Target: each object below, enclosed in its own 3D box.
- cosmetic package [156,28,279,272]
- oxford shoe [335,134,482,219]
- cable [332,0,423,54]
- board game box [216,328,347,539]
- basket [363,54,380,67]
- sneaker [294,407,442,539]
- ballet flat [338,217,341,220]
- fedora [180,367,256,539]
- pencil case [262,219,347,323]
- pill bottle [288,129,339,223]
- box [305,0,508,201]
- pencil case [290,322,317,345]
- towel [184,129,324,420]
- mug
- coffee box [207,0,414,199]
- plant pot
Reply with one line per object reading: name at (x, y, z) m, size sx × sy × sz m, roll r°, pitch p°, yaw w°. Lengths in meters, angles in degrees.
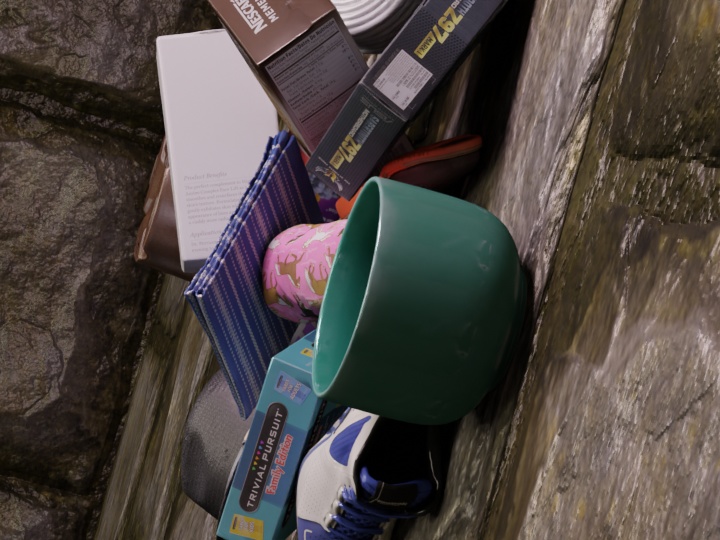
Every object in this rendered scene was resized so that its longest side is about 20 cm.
cosmetic package at (-0.119, -0.105, 1.770) m, size 0.074 × 0.101 × 0.202 m, roll 126°, pitch 138°, yaw -80°
oxford shoe at (0.049, -0.054, 1.608) m, size 0.200 × 0.071 × 0.073 m, roll -34°, pitch 76°, yaw 63°
cable at (0.014, -0.286, 1.736) m, size 0.200 × 0.069 × 0.201 m, roll 50°, pitch 117°, yaw 37°
board game box at (-0.039, 0.122, 1.605) m, size 0.200 × 0.047 × 0.152 m, roll -30°, pitch -40°, yaw -70°
basket at (0.001, -0.254, 1.914) m, size 0.136 × 0.122 × 0.201 m, roll -105°, pitch 33°, yaw -70°
sneaker at (0.006, 0.151, 1.451) m, size 0.115 × 0.080 × 0.200 m, roll -91°, pitch 20°, yaw -61°
ballet flat at (0.000, 0.000, 1.728) m, size 0.069 × 0.069 × 0.202 m, roll 157°, pitch 127°, yaw -76°
fedora at (-0.094, 0.145, 1.735) m, size 0.201 × 0.091 × 0.201 m, roll -48°, pitch -28°, yaw -36°
pencil case at (-0.001, -0.008, 1.568) m, size 0.200 × 0.086 × 0.084 m, roll -14°, pitch 71°, yaw 56°
pill bottle at (-0.036, -0.048, 1.853) m, size 0.112 × 0.111 × 0.201 m, roll -90°, pitch 18°, yaw -54°
box at (0.048, -0.162, 1.550) m, size 0.200 × 0.051 × 0.158 m, roll -52°, pitch 1°, yaw -27°
pencil case at (-0.070, 0.132, 1.881) m, size 0.086 × 0.083 × 0.201 m, roll 64°, pitch 145°, yaw 38°
towel at (-0.080, 0.000, 1.652) m, size 0.145 × 0.024 × 0.201 m, roll 70°, pitch -146°, yaw -40°
mug at (0.044, 0.015, 1.358) m, size 0.186 × 0.114 × 0.153 m, roll -86°, pitch 15°, yaw -48°
coffee box at (-0.039, -0.161, 1.662) m, size 0.115 × 0.079 × 0.200 m, roll 53°, pitch 177°, yaw 40°
plant pot at (-0.115, -0.054, 2.037) m, size 0.200 × 0.197 × 0.202 m, roll -165°, pitch 90°, yaw -80°
